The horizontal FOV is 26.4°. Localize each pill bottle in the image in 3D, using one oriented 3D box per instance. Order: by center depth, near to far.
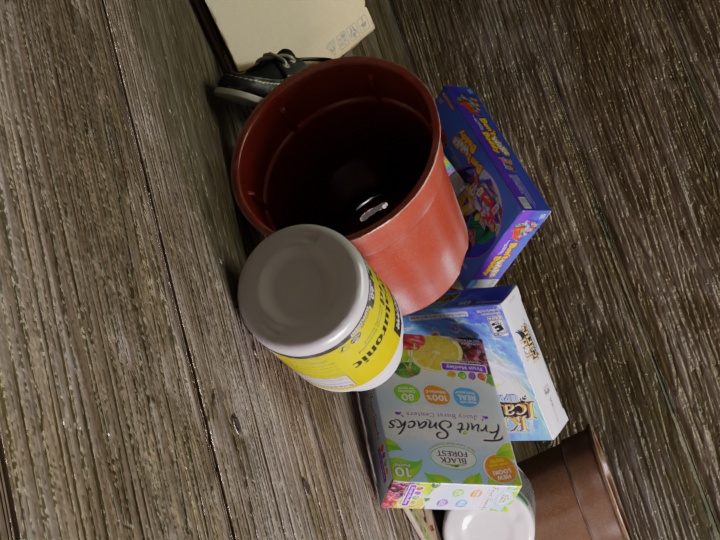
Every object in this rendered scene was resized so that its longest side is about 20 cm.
[{"bbox_3d":[-0.025,0.042,1.325,0.200,0.111,0.112,50,21,-68],"label":"pill bottle"},{"bbox_3d":[0.163,0.300,1.918,0.200,0.113,0.114,-43,112,-80],"label":"pill bottle"}]

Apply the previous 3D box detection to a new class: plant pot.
[{"bbox_3d":[0.006,-0.063,1.449,0.195,0.200,0.201,56,16,-56],"label":"plant pot"},{"bbox_3d":[0.281,0.354,2.257,0.200,0.198,0.201,-21,90,-82],"label":"plant pot"}]

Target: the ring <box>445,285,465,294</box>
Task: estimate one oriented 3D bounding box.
[{"bbox_3d":[0.104,0.095,1.793,0.019,0.200,0.201,-45,119,-46],"label":"ring"}]

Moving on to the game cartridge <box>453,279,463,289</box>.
[{"bbox_3d":[0.064,-0.022,1.876,0.133,0.041,0.200,32,2,-32],"label":"game cartridge"}]

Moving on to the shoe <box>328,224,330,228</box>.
[{"bbox_3d":[-0.043,-0.039,1.590,0.070,0.053,0.201,-77,146,-75],"label":"shoe"}]

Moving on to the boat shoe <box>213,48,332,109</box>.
[{"bbox_3d":[-0.076,-0.188,1.506,0.200,0.074,0.061,-4,110,-61],"label":"boat shoe"}]

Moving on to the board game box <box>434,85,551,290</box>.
[{"bbox_3d":[0.125,-0.097,1.780,0.045,0.135,0.200,-1,50,-38],"label":"board game box"}]

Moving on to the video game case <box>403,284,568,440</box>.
[{"bbox_3d":[0.116,0.112,1.752,0.045,0.199,0.182,-47,121,-45],"label":"video game case"}]

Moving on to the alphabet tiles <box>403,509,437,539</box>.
[{"bbox_3d":[0.051,0.219,1.753,0.200,0.008,0.167,-100,167,-47],"label":"alphabet tiles"}]

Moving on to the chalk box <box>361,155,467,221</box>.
[{"bbox_3d":[0.007,-0.121,1.696,0.124,0.125,0.200,37,-6,36],"label":"chalk box"}]

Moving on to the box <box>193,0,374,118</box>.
[{"bbox_3d":[-0.079,-0.275,1.591,0.200,0.021,0.164,-43,120,-34],"label":"box"}]

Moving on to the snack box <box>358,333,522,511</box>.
[{"bbox_3d":[0.077,0.156,1.609,0.053,0.142,0.200,109,-22,-43],"label":"snack box"}]
